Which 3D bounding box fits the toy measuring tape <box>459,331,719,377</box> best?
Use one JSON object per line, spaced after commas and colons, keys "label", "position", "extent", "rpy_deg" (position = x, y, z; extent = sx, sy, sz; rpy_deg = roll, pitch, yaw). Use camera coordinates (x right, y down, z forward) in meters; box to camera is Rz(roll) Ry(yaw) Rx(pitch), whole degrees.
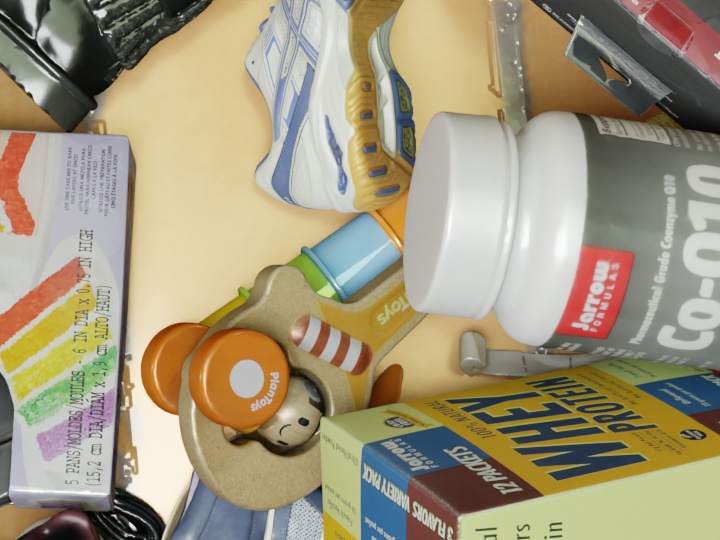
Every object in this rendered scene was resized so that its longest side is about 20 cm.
{"label": "toy measuring tape", "position": [0.154, 0.035, 1.107], "extent": [0.199, 0.074, 0.074], "rpy_deg": [6, 87, -5]}

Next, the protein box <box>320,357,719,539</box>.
{"label": "protein box", "position": [0.099, 0.163, 1.010], "extent": [0.199, 0.135, 0.199], "rpy_deg": [-9, 109, -26]}

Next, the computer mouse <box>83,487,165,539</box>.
{"label": "computer mouse", "position": [-0.207, 0.170, 1.087], "extent": [0.140, 0.046, 0.200], "rpy_deg": [41, 85, -3]}

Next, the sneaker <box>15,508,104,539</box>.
{"label": "sneaker", "position": [-0.177, 0.197, 0.997], "extent": [0.075, 0.116, 0.201], "rpy_deg": [22, 68, -2]}

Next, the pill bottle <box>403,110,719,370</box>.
{"label": "pill bottle", "position": [0.127, -0.015, 1.015], "extent": [0.199, 0.114, 0.114], "rpy_deg": [7, 87, -10]}

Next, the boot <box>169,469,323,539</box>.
{"label": "boot", "position": [-0.071, 0.193, 1.049], "extent": [0.090, 0.073, 0.201], "rpy_deg": [21, 68, -8]}

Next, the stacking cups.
{"label": "stacking cups", "position": [0.000, 0.000, 1.112], "extent": [0.200, 0.061, 0.061], "rpy_deg": [-35, 90, -10]}

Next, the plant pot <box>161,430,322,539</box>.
{"label": "plant pot", "position": [-0.009, 0.168, 1.113], "extent": [0.199, 0.027, 0.201], "rpy_deg": [0, 87, -5]}

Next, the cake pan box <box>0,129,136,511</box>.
{"label": "cake pan box", "position": [-0.211, 0.026, 1.073], "extent": [0.183, 0.052, 0.201], "rpy_deg": [3, 74, -2]}

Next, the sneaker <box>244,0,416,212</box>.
{"label": "sneaker", "position": [-0.025, -0.130, 1.094], "extent": [0.088, 0.075, 0.201], "rpy_deg": [-2, 86, 35]}

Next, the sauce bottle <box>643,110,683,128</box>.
{"label": "sauce bottle", "position": [0.153, -0.045, 1.116], "extent": [0.200, 0.065, 0.065], "rpy_deg": [-31, 90, -5]}

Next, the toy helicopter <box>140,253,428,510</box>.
{"label": "toy helicopter", "position": [-0.001, 0.044, 1.052], "extent": [0.200, 0.079, 0.132], "rpy_deg": [-40, 108, -22]}

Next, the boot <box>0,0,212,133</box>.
{"label": "boot", "position": [-0.161, -0.194, 1.089], "extent": [0.158, 0.079, 0.211], "rpy_deg": [-44, 102, 2]}

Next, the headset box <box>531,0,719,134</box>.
{"label": "headset box", "position": [0.177, -0.170, 1.055], "extent": [0.149, 0.077, 0.200], "rpy_deg": [37, 78, -10]}
